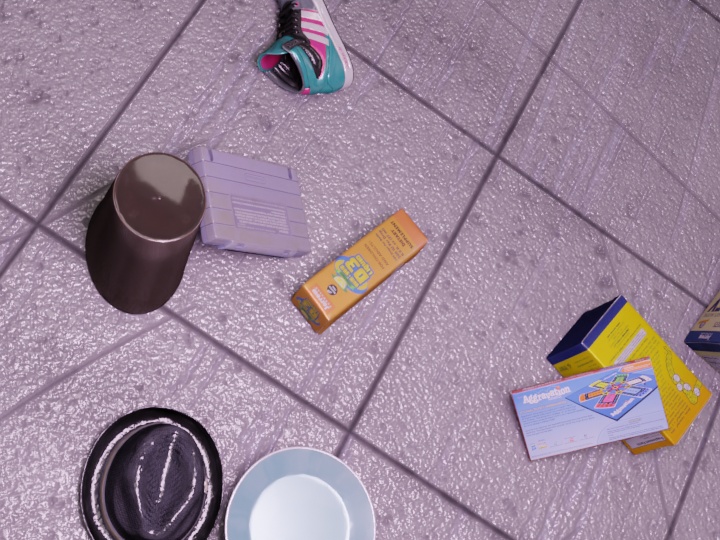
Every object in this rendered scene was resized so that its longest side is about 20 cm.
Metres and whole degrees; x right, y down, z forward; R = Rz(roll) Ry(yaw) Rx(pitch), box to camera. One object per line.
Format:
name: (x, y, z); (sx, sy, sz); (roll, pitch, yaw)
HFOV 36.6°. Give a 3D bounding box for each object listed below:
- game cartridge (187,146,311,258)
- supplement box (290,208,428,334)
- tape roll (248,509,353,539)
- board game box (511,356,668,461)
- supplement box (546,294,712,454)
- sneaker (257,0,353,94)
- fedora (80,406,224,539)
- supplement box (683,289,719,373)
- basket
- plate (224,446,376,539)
game cartridge: (-0.146, -0.086, 1.455); (0.199, 0.038, 0.132); (8, 71, -54)
supplement box: (0.000, 0.000, 1.517); (0.199, 0.069, 0.067); (-39, 87, -24)
tape roll: (-0.071, 0.407, 1.381); (0.200, 0.037, 0.206); (6, 71, -19)
board game box: (0.320, 0.194, 1.523); (0.197, 0.019, 0.104); (-16, 98, 14)
supplement box: (0.391, 0.154, 1.590); (0.200, 0.109, 0.109); (47, 65, -2)
sneaker: (-0.104, -0.338, 1.578); (0.120, 0.083, 0.202); (-26, 85, -35)
fedora: (-0.247, 0.261, 1.329); (0.198, 0.092, 0.203); (6, 71, -18)
supplement box: (0.647, 0.095, 1.660); (0.199, 0.134, 0.201); (39, 83, -5)
basket: (-0.266, -0.060, 1.363); (0.134, 0.200, 0.183); (4, 71, -19)
plate: (-0.076, 0.325, 1.371); (0.197, 0.026, 0.203); (6, 71, -18)
